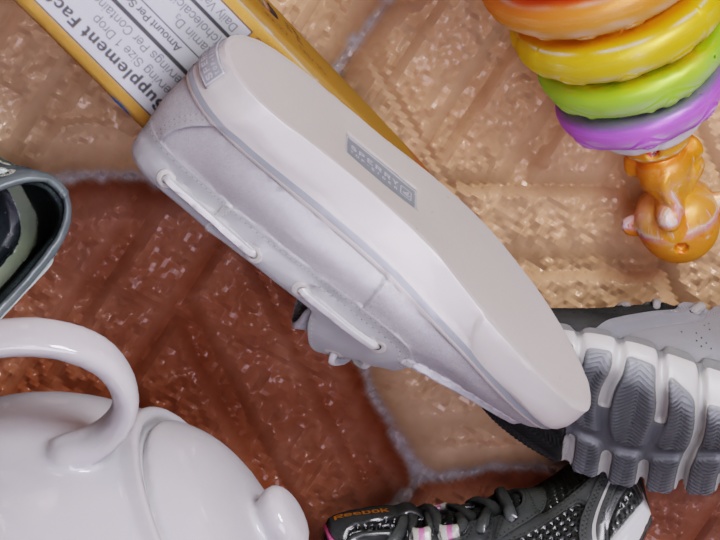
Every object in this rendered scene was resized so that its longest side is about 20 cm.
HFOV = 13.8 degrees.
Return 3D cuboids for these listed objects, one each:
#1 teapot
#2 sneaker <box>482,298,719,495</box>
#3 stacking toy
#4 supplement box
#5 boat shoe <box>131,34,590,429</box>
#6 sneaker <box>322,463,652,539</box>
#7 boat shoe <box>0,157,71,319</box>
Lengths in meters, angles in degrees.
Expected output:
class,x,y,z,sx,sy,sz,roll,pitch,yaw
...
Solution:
class,x,y,z,sx,sy,sz,roll,pitch,yaw
teapot,-0.089,0.119,1.114,0.146,0.200,0.198,-28,81,15
sneaker,0.146,0.031,1.204,0.200,0.116,0.075,16,139,1
stacking toy,0.106,-0.087,1.156,0.116,0.110,0.200,-15,122,10
supplement box,-0.052,-0.073,1.138,0.069,0.067,0.200,-41,110,5
boat shoe,0.000,0.000,1.105,0.200,0.072,0.068,39,115,-24
sneaker,0.027,0.126,1.216,0.200,0.080,0.086,-37,101,-4
boat shoe,-0.185,0.018,1.089,0.200,0.062,0.073,-39,111,-36
